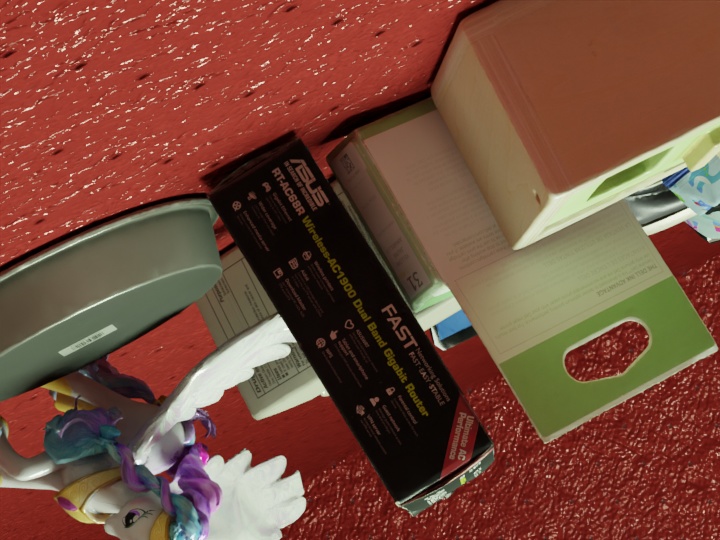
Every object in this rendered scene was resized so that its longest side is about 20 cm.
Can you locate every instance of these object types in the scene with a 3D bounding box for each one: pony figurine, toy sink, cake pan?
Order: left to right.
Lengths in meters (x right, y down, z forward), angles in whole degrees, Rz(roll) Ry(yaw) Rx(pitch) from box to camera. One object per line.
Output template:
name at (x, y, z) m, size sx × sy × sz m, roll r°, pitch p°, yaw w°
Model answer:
cake pan at (-0.160, 0.023, 1.275) m, size 0.200 × 0.037 × 0.200 m, roll -27°, pitch 172°, yaw -4°
pony figurine at (-0.127, 0.107, 1.376) m, size 0.193 × 0.200 × 0.167 m, roll -33°, pitch 133°, yaw -40°
toy sink at (0.154, -0.106, 1.218) m, size 0.199 × 0.112 × 0.130 m, roll -26°, pitch 173°, yaw -11°

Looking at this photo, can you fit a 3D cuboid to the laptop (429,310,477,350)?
laptop at (0.126, -0.047, 1.533) m, size 0.177 × 0.104 × 0.200 m, roll -25°, pitch 172°, yaw -18°

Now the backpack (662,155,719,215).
backpack at (0.246, -0.120, 1.374) m, size 0.200 × 0.154 × 0.163 m, roll -55°, pitch -172°, yaw -16°

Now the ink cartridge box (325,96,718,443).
ink cartridge box at (0.091, -0.010, 1.289) m, size 0.145 × 0.200 × 0.048 m, roll -24°, pitch 171°, yaw -34°

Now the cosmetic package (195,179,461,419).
cosmetic package at (0.000, 0.000, 1.423) m, size 0.200 × 0.104 × 0.073 m, roll -31°, pitch 172°, yaw 32°

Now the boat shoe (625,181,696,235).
boat shoe at (0.237, -0.091, 1.493) m, size 0.200 × 0.073 × 0.063 m, roll -29°, pitch 137°, yaw 13°

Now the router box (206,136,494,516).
router box at (-0.001, 0.035, 1.271) m, size 0.062 × 0.200 × 0.150 m, roll -32°, pitch 173°, yaw -2°

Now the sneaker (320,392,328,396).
sneaker at (0.022, 0.018, 1.646) m, size 0.075 × 0.090 × 0.200 m, roll -19°, pitch 169°, yaw -46°

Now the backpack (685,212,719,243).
backpack at (0.296, -0.109, 1.601) m, size 0.199 × 0.167 × 0.127 m, roll -24°, pitch 152°, yaw -3°
